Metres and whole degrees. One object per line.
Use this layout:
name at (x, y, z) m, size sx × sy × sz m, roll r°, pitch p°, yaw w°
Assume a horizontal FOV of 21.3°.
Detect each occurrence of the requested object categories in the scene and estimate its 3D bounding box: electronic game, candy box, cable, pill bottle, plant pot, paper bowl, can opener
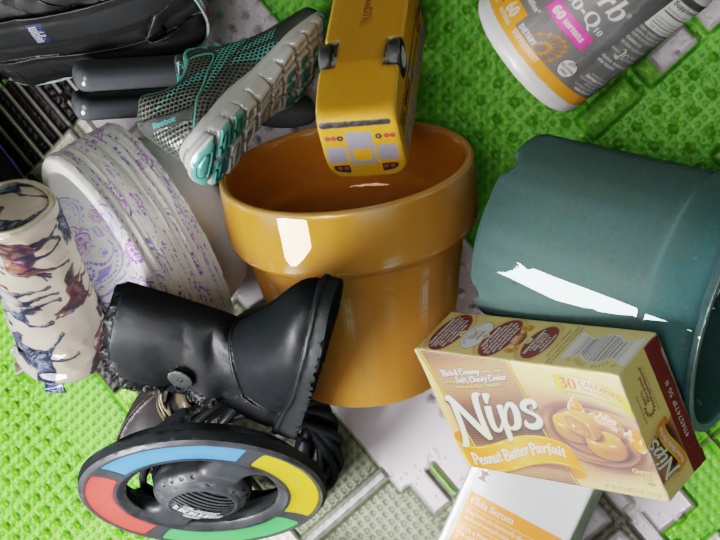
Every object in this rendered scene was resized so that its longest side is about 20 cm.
electronic game at (-0.127, 0.175, 1.536) m, size 0.200 × 0.200 × 0.042 m, roll -14°, pitch 57°, yaw 22°
candy box at (0.144, 0.097, 1.407) m, size 0.200 × 0.055 × 0.116 m, roll 6°, pitch 128°, yaw 47°
cable at (-0.094, 0.163, 1.606) m, size 0.200 × 0.051 × 0.163 m, roll -35°, pitch 125°, yaw 27°
pill bottle at (0.196, -0.220, 1.441) m, size 0.200 × 0.116 × 0.116 m, roll -38°, pitch 85°, yaw 22°
plant pot at (0.201, -0.005, 1.444) m, size 0.196 × 0.200 × 0.201 m, roll 20°, pitch 105°, yaw 24°
paper bowl at (-0.169, -0.029, 1.581) m, size 0.104 × 0.201 × 0.201 m, roll -31°, pitch 87°, yaw -18°
plant pot at (0.000, 0.000, 1.523) m, size 0.200 × 0.200 × 0.184 m, roll 1°, pitch 115°, yaw 20°
can opener at (-0.134, -0.148, 1.561) m, size 0.200 × 0.066 × 0.053 m, roll -2°, pitch 120°, yaw -16°

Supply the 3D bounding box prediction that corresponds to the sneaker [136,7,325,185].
sneaker at (-0.102, -0.156, 1.514) m, size 0.091 × 0.200 × 0.078 m, roll 30°, pitch 140°, yaw 15°

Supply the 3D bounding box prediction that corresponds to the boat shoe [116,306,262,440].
boat shoe at (-0.146, 0.103, 1.644) m, size 0.200 × 0.073 × 0.075 m, roll -44°, pitch 83°, yaw 21°

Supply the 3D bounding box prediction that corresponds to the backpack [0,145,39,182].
backpack at (-0.404, -0.047, 1.653) m, size 0.200 × 0.147 × 0.183 m, roll -13°, pitch 133°, yaw 27°

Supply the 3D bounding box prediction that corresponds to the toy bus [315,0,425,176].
toy bus at (0.011, -0.170, 1.493) m, size 0.065 × 0.200 × 0.078 m, roll -4°, pitch 136°, yaw 13°

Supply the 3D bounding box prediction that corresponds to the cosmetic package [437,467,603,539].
cosmetic package at (0.148, 0.156, 1.545) m, size 0.101 × 0.071 × 0.200 m, roll 26°, pitch 106°, yaw 15°

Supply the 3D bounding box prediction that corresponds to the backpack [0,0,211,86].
backpack at (-0.221, -0.240, 1.560) m, size 0.200 × 0.178 × 0.151 m, roll -3°, pitch 69°, yaw 14°

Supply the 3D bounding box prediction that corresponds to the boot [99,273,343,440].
boot at (-0.109, 0.049, 1.427) m, size 0.168 × 0.077 × 0.200 m, roll 18°, pitch 149°, yaw -2°

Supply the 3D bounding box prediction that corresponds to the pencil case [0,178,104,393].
pencil case at (-0.272, 0.011, 1.602) m, size 0.089 × 0.078 × 0.200 m, roll -23°, pitch 135°, yaw -10°
